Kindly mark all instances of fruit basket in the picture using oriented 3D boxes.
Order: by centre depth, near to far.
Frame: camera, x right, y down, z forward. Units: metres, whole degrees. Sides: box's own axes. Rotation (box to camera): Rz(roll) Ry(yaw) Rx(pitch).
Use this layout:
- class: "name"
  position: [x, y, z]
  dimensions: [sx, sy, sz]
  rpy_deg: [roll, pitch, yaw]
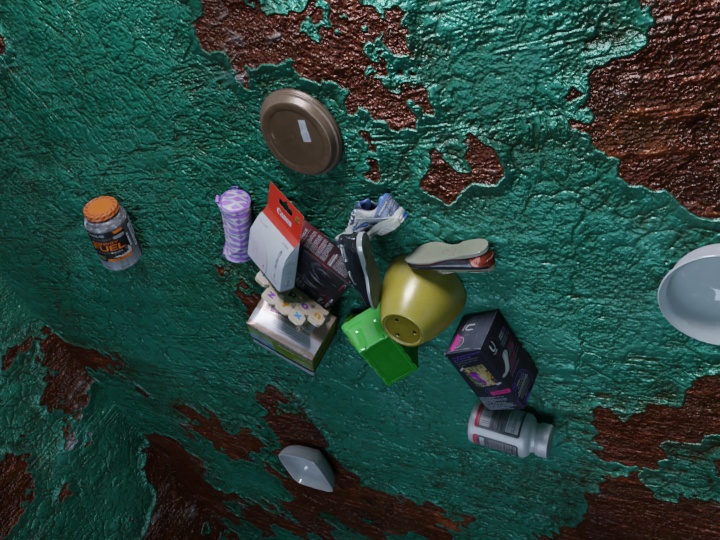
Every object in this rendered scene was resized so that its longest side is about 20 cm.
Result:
- class: "fruit basket"
  position: [0.040, 0.161, 1.598]
  dimensions: [0.154, 0.216, 0.217]
  rpy_deg: [-30, 116, 9]

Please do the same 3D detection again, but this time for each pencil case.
- class: "pencil case"
  position: [-0.310, -0.107, 1.586]
  dimensions: [0.084, 0.085, 0.201]
  rpy_deg: [-4, 137, -8]

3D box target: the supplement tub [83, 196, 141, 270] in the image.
- class: "supplement tub"
  position: [-0.723, -0.108, 1.853]
  dimensions: [0.121, 0.123, 0.201]
  rpy_deg: [16, 139, 21]

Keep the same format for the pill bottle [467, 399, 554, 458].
- class: "pill bottle"
  position: [0.380, 0.404, 1.609]
  dimensions: [0.198, 0.111, 0.112]
  rpy_deg: [11, 137, 27]

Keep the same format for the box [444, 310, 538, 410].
- class: "box"
  position: [0.300, 0.208, 1.450]
  dimensions: [0.105, 0.123, 0.201]
  rpy_deg: [-15, 121, 44]

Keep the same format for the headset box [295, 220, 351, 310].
- class: "headset box"
  position: [-0.115, -0.016, 1.551]
  dimensions: [0.199, 0.078, 0.149]
  rpy_deg: [37, 142, -6]

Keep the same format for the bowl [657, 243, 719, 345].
- class: "bowl"
  position: [0.610, 0.025, 1.063]
  dimensions: [0.199, 0.091, 0.203]
  rpy_deg: [20, 139, 18]

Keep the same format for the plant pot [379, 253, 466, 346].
- class: "plant pot"
  position: [0.120, 0.084, 1.434]
  dimensions: [0.198, 0.142, 0.201]
  rpy_deg: [20, 139, 18]

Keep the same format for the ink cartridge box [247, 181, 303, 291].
- class: "ink cartridge box"
  position: [-0.201, -0.077, 1.480]
  dimensions: [0.163, 0.057, 0.202]
  rpy_deg: [46, 141, 37]

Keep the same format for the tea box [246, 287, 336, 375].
- class: "tea box"
  position: [-0.179, 0.158, 1.694]
  dimensions: [0.198, 0.134, 0.197]
  rpy_deg: [27, 160, 8]

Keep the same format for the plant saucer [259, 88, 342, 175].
- class: "plant saucer"
  position: [-0.129, -0.280, 1.324]
  dimensions: [0.198, 0.030, 0.202]
  rpy_deg: [20, 139, 18]

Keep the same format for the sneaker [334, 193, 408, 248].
- class: "sneaker"
  position: [0.011, -0.111, 1.377]
  dimensions: [0.199, 0.077, 0.086]
  rpy_deg: [-25, 105, 39]

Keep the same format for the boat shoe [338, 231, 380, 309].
- class: "boat shoe"
  position: [0.000, 0.000, 1.380]
  dimensions: [0.060, 0.076, 0.202]
  rpy_deg: [1, 125, 20]

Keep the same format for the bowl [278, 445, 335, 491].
- class: "bowl"
  position: [-0.192, 0.731, 2.392]
  dimensions: [0.198, 0.075, 0.201]
  rpy_deg: [0, 132, 35]

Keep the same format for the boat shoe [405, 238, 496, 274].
- class: "boat shoe"
  position: [0.187, -0.021, 1.339]
  dimensions: [0.198, 0.072, 0.063]
  rpy_deg: [-6, 131, 34]

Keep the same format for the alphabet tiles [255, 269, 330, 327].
- class: "alphabet tiles"
  position: [-0.165, 0.058, 1.575]
  dimensions: [0.199, 0.196, 0.015]
  rpy_deg: [38, 120, -5]
